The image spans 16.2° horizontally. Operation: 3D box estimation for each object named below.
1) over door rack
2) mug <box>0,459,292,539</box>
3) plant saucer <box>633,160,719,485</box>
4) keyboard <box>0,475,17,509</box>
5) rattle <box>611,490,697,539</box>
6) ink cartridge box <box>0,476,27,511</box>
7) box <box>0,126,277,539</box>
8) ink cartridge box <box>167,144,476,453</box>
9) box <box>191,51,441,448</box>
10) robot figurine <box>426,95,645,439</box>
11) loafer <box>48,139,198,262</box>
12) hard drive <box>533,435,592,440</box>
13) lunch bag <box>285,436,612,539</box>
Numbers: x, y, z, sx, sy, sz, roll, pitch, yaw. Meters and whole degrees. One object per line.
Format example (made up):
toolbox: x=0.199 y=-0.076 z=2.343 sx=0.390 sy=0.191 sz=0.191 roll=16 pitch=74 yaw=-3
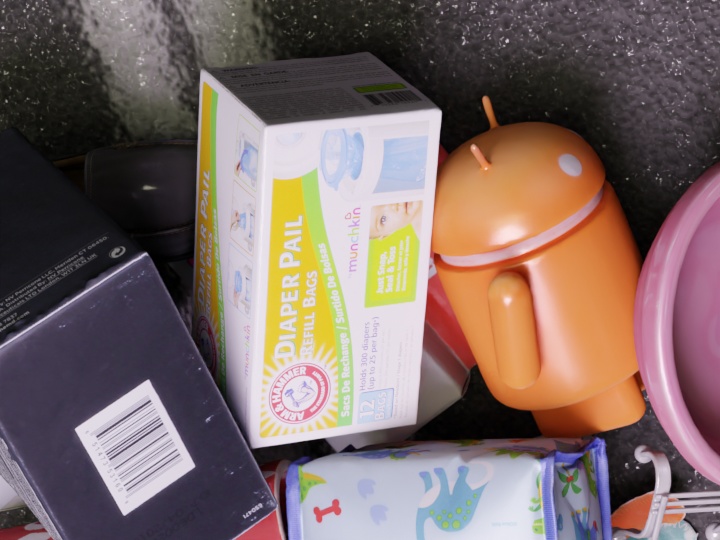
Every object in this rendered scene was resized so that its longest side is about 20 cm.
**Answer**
over door rack: x=0.224 y=0.196 z=1.540 sx=0.147 sy=0.067 sz=0.201 roll=-1 pitch=109 yaw=-16
mug: x=-0.122 y=0.205 z=1.522 sx=0.199 sy=0.178 sz=0.134 roll=-18 pitch=114 yaw=12
plant saucer: x=0.228 y=0.028 z=1.462 sx=0.051 sy=0.200 sz=0.201 roll=5 pitch=117 yaw=51
keyboard: x=-0.199 y=0.097 z=1.586 sx=0.200 sy=0.011 sz=0.056 roll=-41 pitch=135 yaw=-13
rattle: x=0.105 y=0.192 z=1.615 sx=0.130 sy=0.143 sz=0.200 roll=27 pitch=100 yaw=-33
ink cartridge box: x=-0.289 y=0.080 z=1.570 sx=0.083 sy=0.199 sz=0.147 roll=33 pitch=122 yaw=48
box: x=-0.169 y=0.053 z=1.444 sx=0.123 sy=0.198 sz=0.200 roll=-34 pitch=126 yaw=-14
ink cartridge box: x=0.000 y=0.000 z=1.560 sx=0.173 sy=0.044 sz=0.200 roll=-38 pitch=98 yaw=23
box: x=-0.029 y=-0.012 z=1.458 sx=0.112 sy=0.101 sz=0.201 roll=-7 pitch=116 yaw=-23
robot figurine: x=0.106 y=0.001 z=1.467 sx=0.116 sy=0.144 sz=0.201 roll=6 pitch=126 yaw=56
loafer: x=-0.146 y=-0.043 z=1.531 sx=0.199 sy=0.072 sz=0.073 roll=-13 pitch=73 yaw=28
hard drive: x=0.054 y=0.179 z=1.567 sx=0.199 sy=0.132 sz=0.026 roll=-20 pitch=133 yaw=20
lunch bag: x=0.054 y=0.201 z=1.455 sx=0.169 sy=0.127 sz=0.201 roll=-3 pitch=92 yaw=24
